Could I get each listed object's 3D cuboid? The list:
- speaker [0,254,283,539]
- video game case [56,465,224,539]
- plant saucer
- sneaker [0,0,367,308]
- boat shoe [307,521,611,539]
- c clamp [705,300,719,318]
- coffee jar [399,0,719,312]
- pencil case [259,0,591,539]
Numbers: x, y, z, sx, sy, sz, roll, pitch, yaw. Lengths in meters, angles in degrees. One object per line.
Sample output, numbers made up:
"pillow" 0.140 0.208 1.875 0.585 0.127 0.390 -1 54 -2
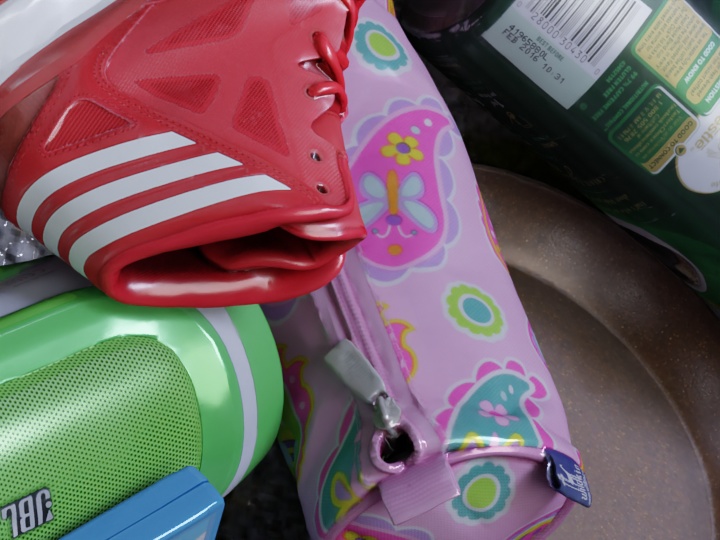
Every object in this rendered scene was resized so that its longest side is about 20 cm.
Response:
"speaker" -0.115 0.054 0.764 0.199 0.088 0.089 -24 107 -41
"video game case" -0.111 0.150 0.797 0.143 0.018 0.201 -29 151 -33
"plant saucer" 0.054 0.053 0.938 0.199 0.035 0.201 21 45 -22
"sneaker" -0.014 -0.057 0.804 0.200 0.116 0.078 -37 159 -18
"boat shoe" 0.017 0.111 0.951 0.200 0.072 0.071 -24 140 -46
"c clamp" 0.178 -0.041 1.096 0.170 0.027 0.201 -1 95 -33
"coffee jar" 0.113 -0.049 0.958 0.200 0.104 0.085 40 90 -17
"pencil case" 0.000 0.000 0.855 0.087 0.087 0.201 9 49 -38
